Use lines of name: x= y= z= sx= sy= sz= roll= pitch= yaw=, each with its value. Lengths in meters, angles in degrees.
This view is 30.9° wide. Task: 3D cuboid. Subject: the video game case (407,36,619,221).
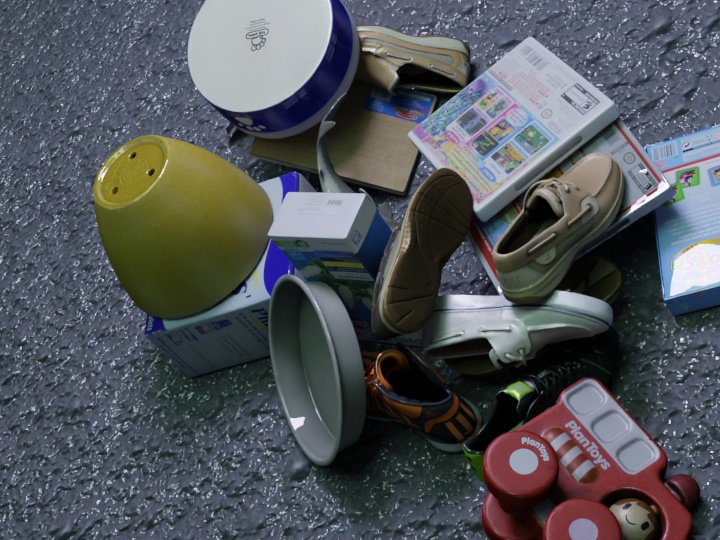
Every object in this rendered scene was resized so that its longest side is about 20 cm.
video game case: x=0.160 y=-0.158 z=1.416 sx=0.182 sy=0.024 sz=0.200 roll=-38 pitch=36 yaw=3

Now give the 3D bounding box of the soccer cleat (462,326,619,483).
soccer cleat: x=0.177 y=0.121 z=1.251 sx=0.200 sy=0.081 sz=0.067 roll=-49 pitch=45 yaw=-10

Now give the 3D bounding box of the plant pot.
plant pot: x=-0.220 y=-0.068 z=1.467 sx=0.199 sy=0.142 sz=0.201 roll=-18 pitch=48 yaw=21

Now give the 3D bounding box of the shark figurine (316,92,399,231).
shark figurine: x=0.003 y=-0.086 z=1.518 sx=0.128 sy=0.215 sz=0.089 roll=-39 pitch=-6 yaw=41

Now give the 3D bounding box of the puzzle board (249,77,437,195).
puzzle board: x=-0.020 y=-0.177 z=1.605 sx=0.198 sy=0.017 sz=0.152 roll=15 pitch=61 yaw=9

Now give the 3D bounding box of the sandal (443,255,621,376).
sandal: x=0.176 y=0.053 z=1.326 sx=0.199 sy=0.054 sz=0.081 roll=-27 pitch=57 yaw=8

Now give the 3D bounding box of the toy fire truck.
toy fire truck: x=0.207 y=0.201 z=1.151 sx=0.167 sy=0.113 sz=0.200 roll=-30 pitch=55 yaw=-18

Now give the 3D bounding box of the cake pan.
cake pan: x=-0.045 y=0.101 z=1.356 sx=0.036 sy=0.201 sz=0.201 roll=-10 pitch=39 yaw=-22

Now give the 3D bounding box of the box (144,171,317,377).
box: x=-0.138 y=0.004 z=1.534 sx=0.199 sy=0.105 sz=0.185 roll=-16 pitch=49 yaw=21

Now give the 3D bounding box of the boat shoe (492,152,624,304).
boat shoe: x=0.192 y=-0.056 z=1.251 sx=0.071 sy=0.065 sz=0.200 roll=4 pitch=44 yaw=40

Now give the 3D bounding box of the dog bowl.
dog bowl: x=-0.106 y=-0.266 z=1.570 sx=0.199 sy=0.079 sz=0.202 roll=-8 pitch=70 yaw=22

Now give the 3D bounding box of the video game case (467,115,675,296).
video game case: x=0.204 y=-0.070 z=1.335 sx=0.199 sy=0.017 sz=0.143 roll=-33 pitch=46 yaw=9

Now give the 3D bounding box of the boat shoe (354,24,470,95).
boat shoe: x=0.037 y=-0.252 z=1.602 sx=0.198 sy=0.072 sz=0.077 roll=3 pitch=59 yaw=2

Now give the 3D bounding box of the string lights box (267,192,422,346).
string lights box: x=0.000 y=0.000 z=1.378 sx=0.102 sy=0.200 sz=0.059 roll=3 pitch=57 yaw=36

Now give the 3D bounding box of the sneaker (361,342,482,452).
sneaker: x=0.031 y=0.108 z=1.335 sx=0.199 sy=0.112 sz=0.078 roll=18 pitch=67 yaw=41

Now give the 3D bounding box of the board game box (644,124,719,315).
board game box: x=0.369 y=-0.062 z=1.302 sx=0.150 sy=0.037 sz=0.201 roll=-16 pitch=49 yaw=23

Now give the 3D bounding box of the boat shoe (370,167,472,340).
boat shoe: x=0.054 y=-0.018 z=1.309 sx=0.065 sy=0.073 sz=0.201 roll=-31 pitch=26 yaw=52

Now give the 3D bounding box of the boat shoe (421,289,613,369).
boat shoe: x=0.147 y=0.063 z=1.260 sx=0.199 sy=0.071 sz=0.070 roll=-1 pitch=65 yaw=30

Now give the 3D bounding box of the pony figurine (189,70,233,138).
pony figurine: x=-0.116 y=-0.275 z=1.725 sx=0.199 sy=0.167 sz=0.194 roll=21 pitch=67 yaw=20
